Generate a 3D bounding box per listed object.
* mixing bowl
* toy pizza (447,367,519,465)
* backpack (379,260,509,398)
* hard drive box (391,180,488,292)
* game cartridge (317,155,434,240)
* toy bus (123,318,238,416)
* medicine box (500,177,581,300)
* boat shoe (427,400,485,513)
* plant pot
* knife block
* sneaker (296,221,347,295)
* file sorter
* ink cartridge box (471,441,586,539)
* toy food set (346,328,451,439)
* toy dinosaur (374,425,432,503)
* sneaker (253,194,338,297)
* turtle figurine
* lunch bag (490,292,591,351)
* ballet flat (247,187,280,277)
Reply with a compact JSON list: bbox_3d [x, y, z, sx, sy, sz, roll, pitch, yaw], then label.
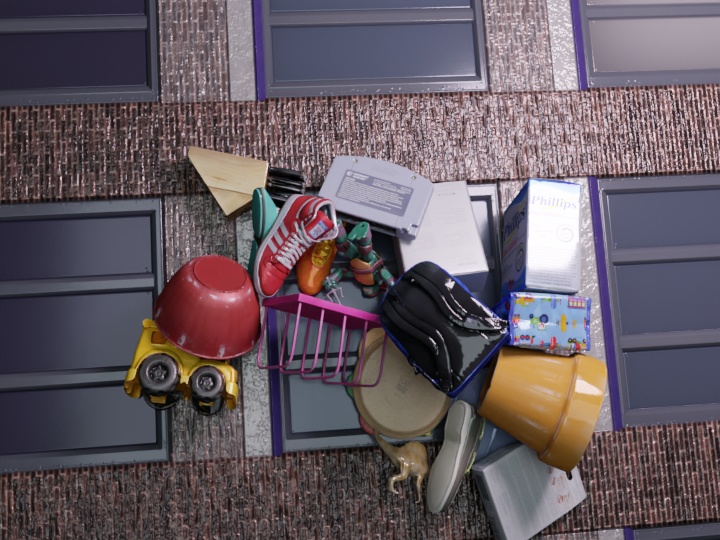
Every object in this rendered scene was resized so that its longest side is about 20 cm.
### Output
[{"bbox_3d":[-0.257,0.046,1.491,0.196,0.110,0.202,15,36,-11],"label":"mixing bowl"},{"bbox_3d":[0.255,0.282,1.595,0.196,0.032,0.205,1,87,-9],"label":"toy pizza"},{"bbox_3d":[0.130,0.099,1.440,0.200,0.168,0.163,43,84,14],"label":"backpack"},{"bbox_3d":[0.139,-0.058,1.580,0.152,0.077,0.203,-6,60,-6],"label":"hard drive box"},{"bbox_3d":[0.029,-0.140,1.561,0.196,0.042,0.135,17,58,11],"label":"game cartridge"},{"bbox_3d":[-0.308,0.150,1.528,0.196,0.136,0.196,9,65,-6],"label":"toy bus"},{"bbox_3d":[0.330,-0.041,1.568,0.101,0.182,0.204,5,75,-4],"label":"medicine box"},{"bbox_3d":[0.174,0.339,1.528,0.059,0.072,0.206,18,87,-29],"label":"boat shoe"},{"bbox_3d":[0.308,0.224,1.491,0.180,0.200,0.204,19,80,5],"label":"plant pot"},{"bbox_3d":[-0.206,-0.182,1.607,0.174,0.064,0.202,-34,86,-10],"label":"knife block"},{"bbox_3d":[-0.072,-0.053,1.595,0.072,0.077,0.204,18,82,-4],"label":"sneaker"},{"bbox_3d":[-0.066,0.129,1.494,0.197,0.138,0.128,17,75,-31],"label":"file sorter"},{"bbox_3d":[0.313,0.392,1.573,0.198,0.047,0.163,-24,98,-27],"label":"ink cartridge box"},{"bbox_3d":[0.074,0.215,1.583,0.196,0.049,0.202,18,81,-4],"label":"toy food set"},{"bbox_3d":[0.079,0.358,1.556,0.198,0.058,0.103,30,76,-21],"label":"toy dinosaur"},{"bbox_3d":[-0.110,-0.044,1.484,0.071,0.111,0.203,38,66,-42],"label":"sneaker"},{"bbox_3d":[0.000,0.000,1.567,0.147,0.202,0.102,-5,38,20],"label":"turtle figurine"},{"bbox_3d":[0.309,0.097,1.544,0.147,0.200,0.096,4,83,-9],"label":"lunch bag"},{"bbox_3d":[-0.168,-0.062,1.561,0.069,0.067,0.204,-4,119,-23],"label":"ballet flat"}]
